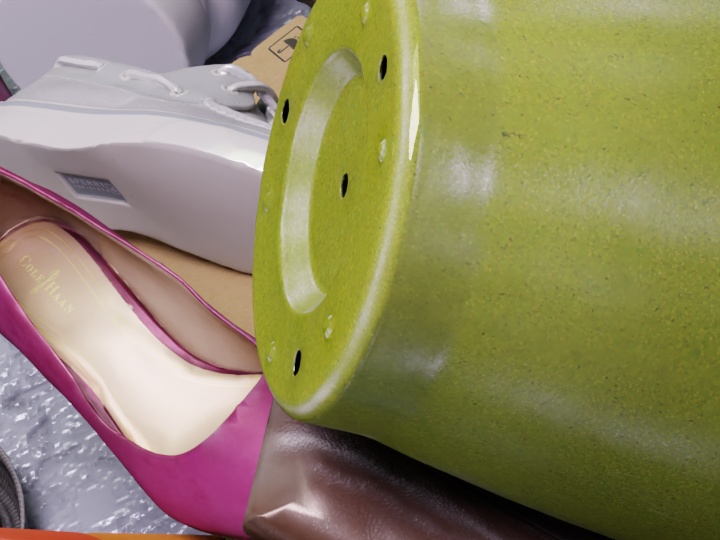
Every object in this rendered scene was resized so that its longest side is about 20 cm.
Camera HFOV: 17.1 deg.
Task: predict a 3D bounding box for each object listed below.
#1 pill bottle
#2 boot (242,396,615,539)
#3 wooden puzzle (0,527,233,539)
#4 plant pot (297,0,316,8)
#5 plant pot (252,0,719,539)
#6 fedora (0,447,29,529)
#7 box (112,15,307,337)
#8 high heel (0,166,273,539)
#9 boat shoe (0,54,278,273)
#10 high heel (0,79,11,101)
[{"bbox_3d":[-0.095,-0.166,1.125,0.113,0.114,0.201,-6,43,26],"label":"pill bottle"},{"bbox_3d":[0.037,0.105,0.656,0.199,0.064,0.186,33,18,11],"label":"boot"},{"bbox_3d":[-0.053,0.107,0.744,0.199,0.037,0.184,0,7,-42],"label":"wooden puzzle"},{"bbox_3d":[0.044,-0.164,1.018,0.200,0.201,0.093,-35,78,-8],"label":"plant pot"},{"bbox_3d":[0.077,-0.011,0.674,0.192,0.201,0.201,10,34,-18],"label":"plant pot"},{"bbox_3d":[-0.222,0.115,0.900,0.200,0.091,0.177,-41,39,-15],"label":"fedora"},{"bbox_3d":[-0.036,-0.009,0.910,0.163,0.021,0.200,-38,40,-8],"label":"box"},{"bbox_3d":[-0.077,0.025,0.807,0.200,0.096,0.067,23,64,46],"label":"high heel"},{"bbox_3d":[-0.065,-0.048,0.907,0.199,0.072,0.069,6,53,50],"label":"boat shoe"},{"bbox_3d":[-0.249,-0.124,1.172,0.199,0.096,0.068,11,52,39],"label":"high heel"}]
